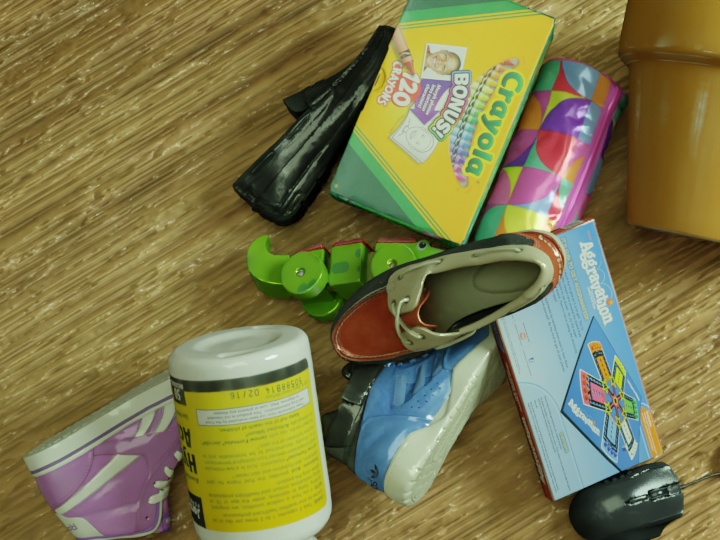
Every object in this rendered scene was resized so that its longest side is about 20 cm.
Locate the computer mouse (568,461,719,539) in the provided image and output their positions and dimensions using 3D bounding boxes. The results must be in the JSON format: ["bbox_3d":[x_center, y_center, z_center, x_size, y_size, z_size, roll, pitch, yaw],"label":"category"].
[{"bbox_3d":[0.263,0.171,1.007,0.199,0.034,0.059,-19,75,1],"label":"computer mouse"}]

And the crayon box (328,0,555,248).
[{"bbox_3d":[0.068,-0.129,1.039,0.118,0.058,0.201,22,88,8],"label":"crayon box"}]

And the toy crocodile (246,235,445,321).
[{"bbox_3d":[0.000,0.000,1.047,0.199,0.068,0.062,-4,66,19],"label":"toy crocodile"}]

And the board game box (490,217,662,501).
[{"bbox_3d":[0.164,0.070,0.996,0.103,0.019,0.201,-20,101,-11],"label":"board game box"}]

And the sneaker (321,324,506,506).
[{"bbox_3d":[0.046,0.082,1.028,0.111,0.077,0.200,27,70,24],"label":"sneaker"}]

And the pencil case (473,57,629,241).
[{"bbox_3d":[0.158,-0.074,1.051,0.088,0.088,0.201,18,80,10],"label":"pencil case"}]

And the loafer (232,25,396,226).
[{"bbox_3d":[-0.035,-0.133,1.093,0.070,0.068,0.201,34,86,4],"label":"loafer"}]

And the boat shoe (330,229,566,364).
[{"bbox_3d":[0.058,0.025,0.944,0.199,0.063,0.071,-22,97,24],"label":"boat shoe"}]

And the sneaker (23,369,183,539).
[{"bbox_3d":[-0.163,0.150,1.050,0.200,0.073,0.115,-31,95,-7],"label":"sneaker"}]

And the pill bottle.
[{"bbox_3d":[-0.081,0.151,0.985,0.111,0.111,0.201,-7,100,4],"label":"pill bottle"}]

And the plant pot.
[{"bbox_3d":[0.293,-0.113,1.003,0.199,0.200,0.184,12,94,9],"label":"plant pot"}]
